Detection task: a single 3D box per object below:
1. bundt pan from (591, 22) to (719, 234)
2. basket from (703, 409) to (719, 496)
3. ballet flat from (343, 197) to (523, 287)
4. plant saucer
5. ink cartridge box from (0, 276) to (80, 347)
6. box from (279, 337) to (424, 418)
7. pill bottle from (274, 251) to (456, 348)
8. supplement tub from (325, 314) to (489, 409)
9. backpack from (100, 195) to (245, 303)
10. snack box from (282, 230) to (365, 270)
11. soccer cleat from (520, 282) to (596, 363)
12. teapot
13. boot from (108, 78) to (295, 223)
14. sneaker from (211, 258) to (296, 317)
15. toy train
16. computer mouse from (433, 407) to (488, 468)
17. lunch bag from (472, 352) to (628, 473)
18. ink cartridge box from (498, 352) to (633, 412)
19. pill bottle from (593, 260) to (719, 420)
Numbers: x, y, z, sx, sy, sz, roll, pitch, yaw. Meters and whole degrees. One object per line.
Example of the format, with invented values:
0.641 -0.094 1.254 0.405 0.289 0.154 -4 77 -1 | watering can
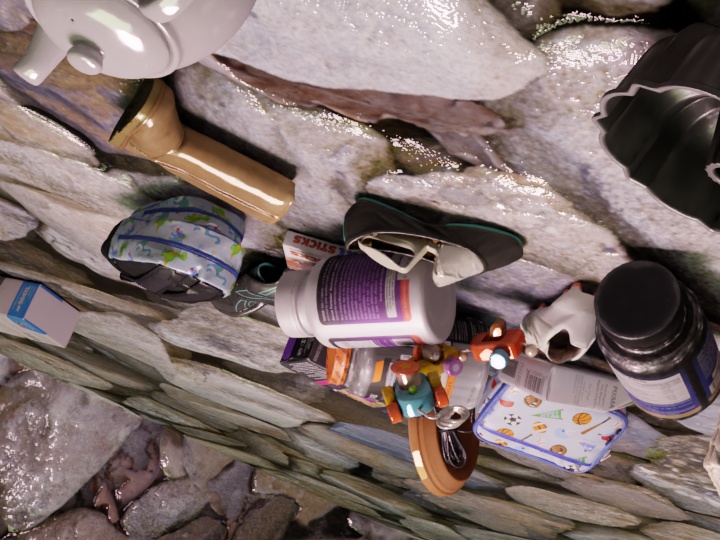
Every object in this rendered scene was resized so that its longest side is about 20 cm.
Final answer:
0.263 -0.093 0.664 0.201 0.076 0.202 30 169 6 | bundt pan
0.463 0.159 0.997 0.160 0.201 0.198 13 159 34 | basket
0.074 -0.021 1.069 0.199 0.069 0.068 14 155 14 | ballet flat
0.134 0.241 1.502 0.037 0.201 0.200 -10 147 30 | plant saucer
-0.697 0.077 2.003 0.199 0.085 0.146 11 158 25 | ink cartridge box
0.006 0.117 1.401 0.199 0.123 0.106 28 161 -22 | box
0.003 0.035 1.171 0.199 0.112 0.111 -4 151 26 | pill bottle
0.059 0.110 1.284 0.198 0.123 0.123 7 161 -8 | supplement tub
-0.228 -0.023 1.269 0.163 0.154 0.200 31 179 -21 | backpack
0.000 0.000 1.254 0.199 0.024 0.072 17 157 9 | snack box
0.229 0.078 1.164 0.069 0.078 0.200 20 160 -1 | soccer cleat
-0.168 -0.207 0.709 0.196 0.147 0.200 17 159 7 | teapot
-0.154 -0.122 1.040 0.199 0.066 0.175 28 171 -18 | boot
-0.142 0.015 1.384 0.199 0.076 0.079 -4 137 34 | sneaker
0.107 0.107 1.139 0.149 0.200 0.056 -5 111 37 | toy train
0.192 0.188 1.446 0.046 0.199 0.141 -138 26 -70 | computer mouse
0.264 0.204 1.370 0.199 0.076 0.161 22 129 -9 | lunch bag
0.290 0.146 1.214 0.199 0.057 0.162 17 179 -12 | ink cartridge box
0.310 0.073 1.031 0.111 0.112 0.200 6 155 32 | pill bottle
